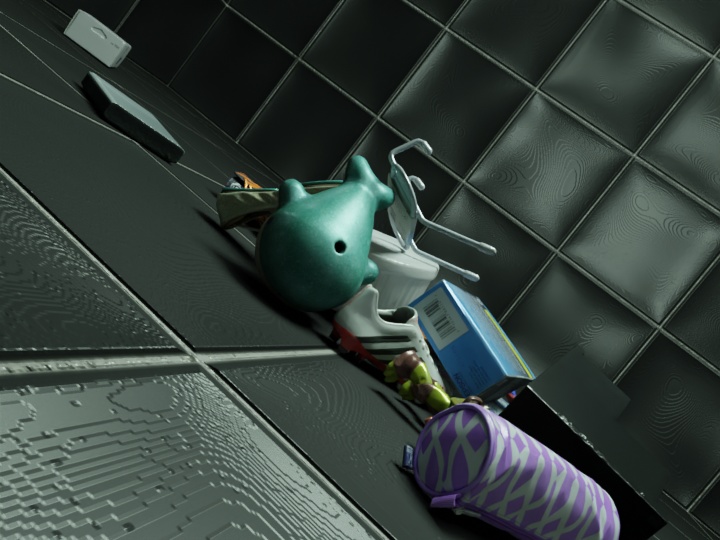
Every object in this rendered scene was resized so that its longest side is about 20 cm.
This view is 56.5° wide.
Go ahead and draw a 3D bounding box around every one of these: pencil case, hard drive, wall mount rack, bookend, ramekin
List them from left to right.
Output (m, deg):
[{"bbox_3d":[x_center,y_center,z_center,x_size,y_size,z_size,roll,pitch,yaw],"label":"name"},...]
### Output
[{"bbox_3d":[-0.382,-0.256,1.116,0.139,0.033,0.200,35,6,-41],"label":"hard drive"},{"bbox_3d":[0.000,0.000,0.934,0.202,0.095,0.202,21,12,-4],"label":"ramekin"},{"bbox_3d":[0.091,-0.065,0.857,0.200,0.074,0.174,87,-22,-74],"label":"wall mount rack"},{"bbox_3d":[0.131,0.182,0.546,0.200,0.084,0.086,34,42,-29],"label":"pencil case"},{"bbox_3d":[0.286,0.213,0.828,0.199,0.092,0.200,45,30,19],"label":"bookend"}]

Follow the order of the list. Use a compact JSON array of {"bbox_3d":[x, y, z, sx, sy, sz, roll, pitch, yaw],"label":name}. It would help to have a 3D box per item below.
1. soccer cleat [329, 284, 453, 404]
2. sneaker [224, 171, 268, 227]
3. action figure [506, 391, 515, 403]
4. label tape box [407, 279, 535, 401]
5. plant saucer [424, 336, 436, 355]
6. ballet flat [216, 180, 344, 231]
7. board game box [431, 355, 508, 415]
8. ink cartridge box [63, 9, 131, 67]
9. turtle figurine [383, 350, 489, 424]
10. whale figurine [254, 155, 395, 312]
[{"bbox_3d":[0.052,0.090,0.783,0.200,0.085,0.069,36,5,-29],"label":"soccer cleat"},{"bbox_3d":[-0.175,-0.108,1.113,0.112,0.078,0.200,32,-4,-20],"label":"sneaker"},{"bbox_3d":[0.297,0.267,1.211,0.200,0.052,0.065,42,9,-18],"label":"action figure"},{"bbox_3d":[0.154,0.100,0.892,0.144,0.066,0.200,58,14,22],"label":"label tape box"},{"bbox_3d":[0.056,0.076,0.996,0.199,0.032,0.200,20,12,-5],"label":"plant saucer"},{"bbox_3d":[-0.097,-0.079,0.870,0.199,0.063,0.067,-1,-3,23],"label":"ballet flat"},{"bbox_3d":[0.174,0.197,0.951,0.199,0.043,0.200,38,5,5],"label":"board game box"},{"bbox_3d":[-0.746,-0.659,1.914,0.146,0.086,0.200,36,6,-21],"label":"ink cartridge box"},{"bbox_3d":[0.093,0.147,0.667,0.161,0.064,0.200,42,6,40],"label":"turtle figurine"},{"bbox_3d":[-0.026,-0.046,0.758,0.159,0.200,0.104,48,-25,-17],"label":"whale figurine"}]
